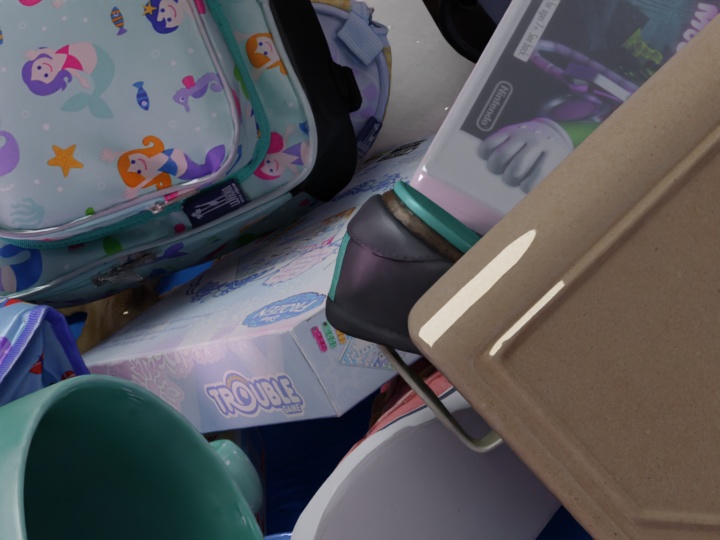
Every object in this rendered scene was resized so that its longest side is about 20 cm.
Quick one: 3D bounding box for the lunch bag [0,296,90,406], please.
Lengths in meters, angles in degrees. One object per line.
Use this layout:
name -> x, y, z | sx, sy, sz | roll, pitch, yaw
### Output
lunch bag -> -0.208, 0.103, 1.113 | 0.150, 0.094, 0.200 | 11, 54, 43

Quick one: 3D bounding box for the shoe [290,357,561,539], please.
shoe -> 0.031, 0.070, 1.057 | 0.200, 0.072, 0.091 | -37, 17, -32

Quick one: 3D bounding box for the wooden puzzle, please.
wooden puzzle -> 0.143, 0.030, 0.948 | 0.185, 0.200, 0.037 | -43, -2, -13

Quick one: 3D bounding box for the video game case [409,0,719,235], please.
video game case -> 0.139, -0.062, 1.085 | 0.200, 0.182, 0.023 | -60, -4, -35

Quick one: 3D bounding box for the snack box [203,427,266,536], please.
snack box -> -0.138, 0.119, 1.152 | 0.200, 0.037, 0.116 | -15, 29, 6

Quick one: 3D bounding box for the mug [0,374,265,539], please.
mug -> -0.105, 0.129, 0.981 | 0.114, 0.185, 0.152 | -25, 65, 25

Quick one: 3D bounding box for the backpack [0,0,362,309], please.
backpack -> -0.121, -0.076, 1.167 | 0.200, 0.178, 0.151 | -23, -7, 17

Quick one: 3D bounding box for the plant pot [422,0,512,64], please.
plant pot -> 0.080, -0.197, 1.313 | 0.187, 0.187, 0.200 | -20, 50, 23

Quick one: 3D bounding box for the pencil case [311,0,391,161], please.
pencil case -> -0.045, -0.099, 1.320 | 0.091, 0.083, 0.200 | -59, 17, 1

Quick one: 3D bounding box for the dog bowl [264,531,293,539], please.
dog bowl -> -0.047, 0.187, 1.017 | 0.111, 0.050, 0.200 | -13, 37, 31

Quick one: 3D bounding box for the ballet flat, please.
ballet flat -> 0.072, 0.043, 0.991 | 0.073, 0.200, 0.073 | -52, 17, 23

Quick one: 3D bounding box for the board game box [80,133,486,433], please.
board game box -> 0.000, 0.000, 1.138 | 0.199, 0.043, 0.200 | -34, 12, -30

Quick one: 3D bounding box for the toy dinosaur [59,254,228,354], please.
toy dinosaur -> -0.104, 0.017, 1.308 | 0.101, 0.058, 0.200 | -52, 25, 1
